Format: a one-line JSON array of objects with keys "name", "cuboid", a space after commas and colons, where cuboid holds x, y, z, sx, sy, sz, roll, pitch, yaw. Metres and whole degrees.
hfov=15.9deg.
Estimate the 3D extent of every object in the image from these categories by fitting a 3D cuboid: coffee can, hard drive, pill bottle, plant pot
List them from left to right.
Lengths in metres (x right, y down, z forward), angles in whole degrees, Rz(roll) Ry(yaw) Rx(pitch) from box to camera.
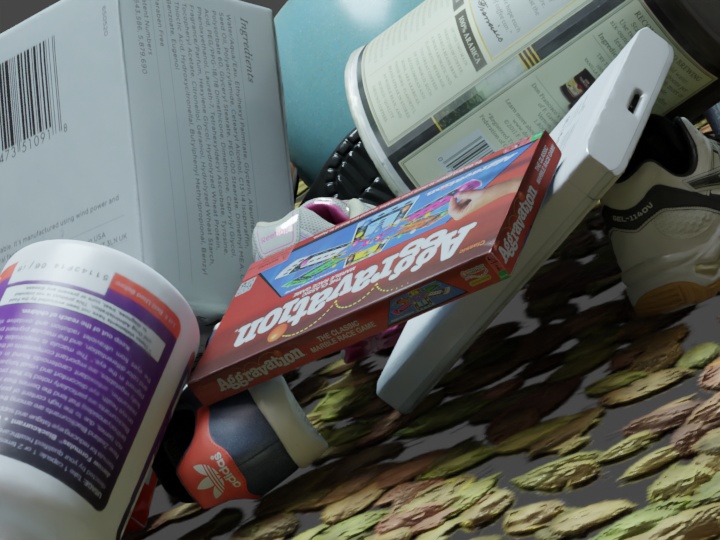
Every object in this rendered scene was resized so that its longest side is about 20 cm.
[{"name": "pill bottle", "cuboid": [-0.162, 0.093, 1.284, 0.111, 0.111, 0.201, -15, 42, 41]}, {"name": "plant pot", "cuboid": [0.042, -0.096, 1.677, 0.199, 0.200, 0.135, -24, 48, 4]}, {"name": "hard drive", "cuboid": [0.086, -0.025, 1.344, 0.200, 0.027, 0.132, -50, 7, 38]}, {"name": "coffee can", "cuboid": [0.111, -0.120, 1.450, 0.200, 0.147, 0.146, -34, 7, 26]}]

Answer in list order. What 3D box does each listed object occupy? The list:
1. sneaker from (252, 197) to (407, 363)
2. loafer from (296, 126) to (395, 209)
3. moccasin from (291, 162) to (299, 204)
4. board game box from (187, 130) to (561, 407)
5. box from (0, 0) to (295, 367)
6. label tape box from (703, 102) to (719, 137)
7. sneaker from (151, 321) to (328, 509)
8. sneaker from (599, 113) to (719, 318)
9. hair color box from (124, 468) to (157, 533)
[{"name": "sneaker", "cuboid": [0.000, 0.000, 1.459, 0.081, 0.089, 0.200, -21, -8, 18]}, {"name": "loafer", "cuboid": [-0.004, -0.026, 1.576, 0.200, 0.073, 0.071, -44, -15, -8]}, {"name": "moccasin", "cuboid": [-0.100, -0.023, 1.739, 0.077, 0.074, 0.201, 14, -18, -10]}, {"name": "board game box", "cuboid": [0.006, 0.000, 1.284, 0.199, 0.019, 0.103, -24, 26, 34]}, {"name": "box", "cuboid": [-0.150, -0.044, 1.529, 0.130, 0.201, 0.198, 9, -23, -44]}, {"name": "label tape box", "cuboid": [0.278, -0.126, 1.546, 0.144, 0.064, 0.200, -27, 11, -2]}, {"name": "sneaker", "cuboid": [-0.078, 0.080, 1.383, 0.084, 0.075, 0.200, -34, 8, -4]}, {"name": "sneaker", "cuboid": [0.179, -0.051, 1.376, 0.075, 0.088, 0.200, -21, 12, 24]}, {"name": "hair color box", "cuboid": [-0.196, 0.101, 1.451, 0.199, 0.064, 0.111, -15, 48, 37]}]
